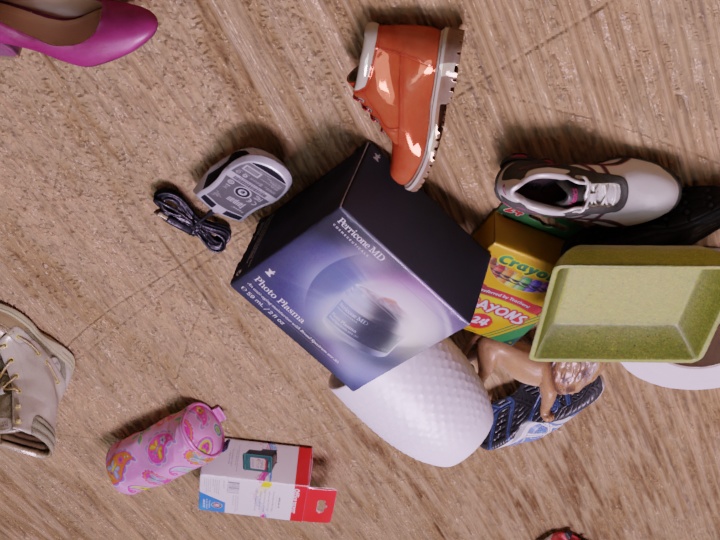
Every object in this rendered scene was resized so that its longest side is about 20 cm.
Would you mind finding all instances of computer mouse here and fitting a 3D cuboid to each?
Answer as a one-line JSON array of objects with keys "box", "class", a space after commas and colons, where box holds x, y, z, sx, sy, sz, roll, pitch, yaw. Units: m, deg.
[{"box": [-0.142, -0.088, 1.556, 0.109, 0.044, 0.200, 33, 141, -26], "class": "computer mouse"}]

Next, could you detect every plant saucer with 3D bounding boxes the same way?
[{"box": [0.291, 0.031, 1.523, 0.199, 0.048, 0.200, 1, 147, -2], "class": "plant saucer"}]

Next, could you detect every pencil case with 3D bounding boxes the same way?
[{"box": [-0.276, 0.253, 1.998, 0.087, 0.088, 0.200, 32, 135, -32], "class": "pencil case"}]

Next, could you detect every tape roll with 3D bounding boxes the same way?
[{"box": [0.399, 0.060, 1.666, 0.201, 0.071, 0.203, 3, 144, 2], "class": "tape roll"}]

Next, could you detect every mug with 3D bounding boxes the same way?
[{"box": [0.068, 0.144, 1.738, 0.148, 0.200, 0.175, -45, 103, 1], "class": "mug"}]

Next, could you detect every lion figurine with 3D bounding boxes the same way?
[{"box": [0.203, 0.114, 1.757, 0.199, 0.073, 0.123, 12, 130, 6], "class": "lion figurine"}]

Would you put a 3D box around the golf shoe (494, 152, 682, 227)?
[{"box": [0.240, -0.077, 1.468, 0.199, 0.088, 0.078, 2, 104, 1], "class": "golf shoe"}]

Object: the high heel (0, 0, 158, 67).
[{"box": [-0.296, -0.243, 1.336, 0.199, 0.068, 0.096, -4, 153, 18], "class": "high heel"}]

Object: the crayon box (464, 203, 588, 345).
[{"box": [0.173, 0.004, 1.633, 0.126, 0.051, 0.200, 19, 141, -18], "class": "crayon box"}]

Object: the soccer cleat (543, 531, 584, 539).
[{"box": [0.363, 0.470, 2.233, 0.199, 0.069, 0.085, 28, 147, -23], "class": "soccer cleat"}]

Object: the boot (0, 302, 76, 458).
[{"box": [-0.455, 0.138, 1.799, 0.072, 0.155, 0.200, -21, 137, 31], "class": "boot"}]

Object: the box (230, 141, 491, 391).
[{"box": [0.000, 0.000, 1.553, 0.200, 0.124, 0.198, 41, 131, -18], "class": "box"}]

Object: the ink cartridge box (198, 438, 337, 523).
[{"box": [-0.135, 0.309, 2.065, 0.199, 0.068, 0.116, 7, 144, -3], "class": "ink cartridge box"}]

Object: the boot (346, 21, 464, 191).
[{"box": [0.037, -0.166, 1.410, 0.107, 0.075, 0.201, 9, 135, 0], "class": "boot"}]

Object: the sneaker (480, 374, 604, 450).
[{"box": [0.240, 0.176, 1.855, 0.200, 0.076, 0.077, -29, 158, 35], "class": "sneaker"}]

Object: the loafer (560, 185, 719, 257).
[{"box": [0.317, -0.033, 1.538, 0.200, 0.068, 0.070, -23, 126, 21], "class": "loafer"}]
